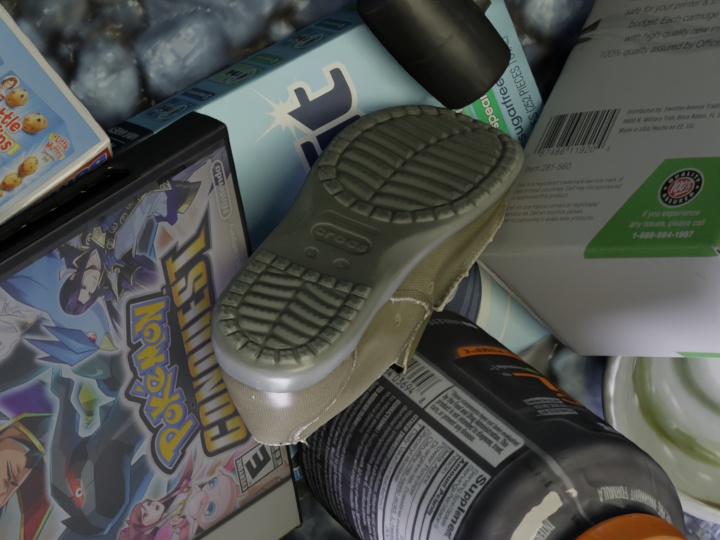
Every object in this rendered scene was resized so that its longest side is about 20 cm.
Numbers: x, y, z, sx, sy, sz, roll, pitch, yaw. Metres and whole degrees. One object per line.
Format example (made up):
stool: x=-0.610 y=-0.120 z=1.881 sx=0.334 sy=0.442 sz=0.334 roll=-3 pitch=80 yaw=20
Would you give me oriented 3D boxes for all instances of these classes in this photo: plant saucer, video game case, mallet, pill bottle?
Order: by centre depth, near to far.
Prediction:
video game case: x=-0.107 y=0.065 z=1.037 sx=0.180 sy=0.025 sz=0.201 roll=-34 pitch=129 yaw=-33
pill bottle: x=0.062 y=0.099 z=1.079 sx=0.106 sy=0.200 sz=0.107 roll=-12 pitch=117 yaw=-25
mallet: x=0.080 y=-0.160 z=1.103 sx=0.066 sy=0.041 sz=0.200 roll=36 pitch=101 yaw=-21
plant saucer: x=0.209 y=0.037 z=1.232 sx=0.199 sy=0.050 sz=0.201 roll=-2 pitch=130 yaw=-2

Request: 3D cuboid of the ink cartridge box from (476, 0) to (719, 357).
ink cartridge box: x=0.158 y=-0.068 z=1.137 sx=0.084 sy=0.146 sz=0.201 roll=42 pitch=64 yaw=-33

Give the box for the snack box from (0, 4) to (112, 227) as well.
snack box: x=-0.185 y=-0.101 z=1.028 sx=0.072 sy=0.024 sz=0.200 roll=-37 pitch=79 yaw=-14

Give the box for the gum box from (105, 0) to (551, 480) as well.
gum box: x=-0.004 y=-0.020 z=1.162 sx=0.199 sy=0.045 sz=0.171 roll=-29 pitch=109 yaw=-17

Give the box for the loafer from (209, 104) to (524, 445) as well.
loafer: x=0.000 y=0.000 z=1.084 sx=0.200 sy=0.075 sz=0.070 roll=-44 pitch=152 yaw=-42
